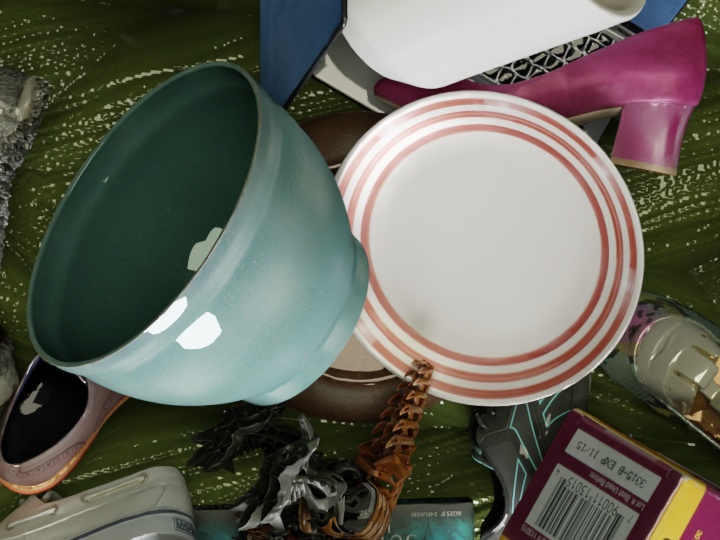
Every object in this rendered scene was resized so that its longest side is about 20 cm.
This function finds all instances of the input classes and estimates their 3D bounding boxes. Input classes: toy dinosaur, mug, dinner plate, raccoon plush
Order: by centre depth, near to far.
[{"bbox_3d":[0.062,-0.196,1.253,0.153,0.149,0.187,-27,53,32],"label":"mug"},{"bbox_3d":[0.074,-0.014,1.306,0.199,0.024,0.201,5,111,15],"label":"dinner plate"},{"bbox_3d":[-0.028,0.139,1.322,0.136,0.102,0.201,37,70,-35],"label":"toy dinosaur"},{"bbox_3d":[-0.228,-0.034,1.346,0.134,0.097,0.201,-33,123,-15],"label":"raccoon plush"}]

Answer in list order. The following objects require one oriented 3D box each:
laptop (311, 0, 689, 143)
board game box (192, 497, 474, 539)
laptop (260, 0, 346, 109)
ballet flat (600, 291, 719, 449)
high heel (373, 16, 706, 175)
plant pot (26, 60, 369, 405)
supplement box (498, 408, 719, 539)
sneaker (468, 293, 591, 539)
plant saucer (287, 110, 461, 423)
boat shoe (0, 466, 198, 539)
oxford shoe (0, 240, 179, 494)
[{"bbox_3d":[0.097,-0.165,1.324,0.187,0.116,0.201,30,90,-3],"label":"laptop"},{"bbox_3d":[-0.025,0.216,1.375,0.199,0.028,0.136,-2,91,-3],"label":"board game box"},{"bbox_3d":[-0.083,-0.209,1.255,0.200,0.187,0.116,37,66,-4],"label":"laptop"},{"bbox_3d":[0.229,0.081,1.362,0.200,0.071,0.069,40,91,-3],"label":"ballet flat"},{"bbox_3d":[0.109,-0.122,1.312,0.199,0.067,0.096,12,93,19],"label":"high heel"},{"bbox_3d":[-0.080,-0.002,1.256,0.134,0.200,0.201,35,90,-31],"label":"plant pot"},{"bbox_3d":[0.205,0.183,1.300,0.200,0.131,0.103,30,89,-30],"label":"supplement box"},{"bbox_3d":[0.107,0.084,1.354,0.079,0.075,0.201,-5,92,-1],"label":"sneaker"},{"bbox_3d":[0.000,0.000,1.358,0.199,0.037,0.201,0,95,-2],"label":"plant saucer"},{"bbox_3d":[-0.195,0.174,1.347,0.199,0.071,0.070,-23,49,16],"label":"boat shoe"},{"bbox_3d":[-0.160,0.049,1.329,0.071,0.073,0.201,30,78,3],"label":"oxford shoe"}]
